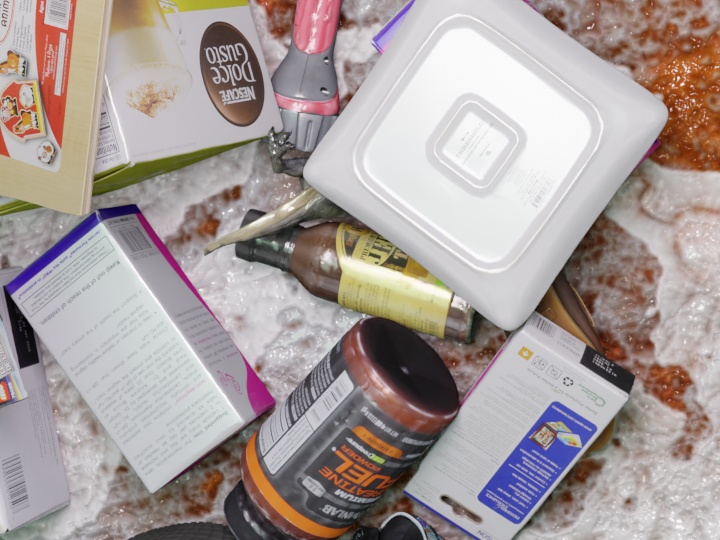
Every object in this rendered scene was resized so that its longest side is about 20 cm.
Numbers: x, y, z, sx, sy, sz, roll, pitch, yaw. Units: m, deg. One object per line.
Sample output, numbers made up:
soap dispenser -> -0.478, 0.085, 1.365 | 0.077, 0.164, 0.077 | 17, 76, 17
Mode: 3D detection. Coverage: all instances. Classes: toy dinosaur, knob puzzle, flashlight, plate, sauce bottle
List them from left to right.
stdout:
knob puzzle -> -0.251, -0.147, 1.372 | 0.218, 0.030, 0.222 | 8, 105, 31
flashlight -> -0.035, -0.194, 1.532 | 0.067, 0.068, 0.202 | 21, 106, 44
toy dinosaur -> -0.028, -0.070, 1.505 | 0.198, 0.048, 0.089 | -18, 132, -12
sauce bottle -> 0.000, 0.000, 1.544 | 0.198, 0.065, 0.065 | 17, 98, 9
plate -> 0.085, -0.090, 1.418 | 0.199, 0.032, 0.200 | 37, 101, 7

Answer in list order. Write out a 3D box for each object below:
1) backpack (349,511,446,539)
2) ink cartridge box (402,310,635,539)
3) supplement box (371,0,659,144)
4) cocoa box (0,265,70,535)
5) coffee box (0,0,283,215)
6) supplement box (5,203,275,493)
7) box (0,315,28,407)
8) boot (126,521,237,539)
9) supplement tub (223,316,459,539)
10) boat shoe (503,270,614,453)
backpack -> 0.038, 0.302, 1.493 | 0.150, 0.200, 0.178 | 35, 100, -13
ink cartridge box -> 0.117, 0.125, 1.511 | 0.094, 0.037, 0.201 | 32, 126, -1
supplement box -> 0.118, -0.131, 1.483 | 0.103, 0.101, 0.200 | -43, 86, 12
cocoa box -> -0.331, 0.110, 1.588 | 0.130, 0.133, 0.202 | -11, 92, 15
coffee box -> -0.209, -0.159, 1.481 | 0.199, 0.199, 0.200 | -15, 92, 33
supplement box -> -0.170, 0.059, 1.567 | 0.103, 0.101, 0.201 | -38, 86, 12
box -> -0.348, 0.058, 1.475 | 0.199, 0.040, 0.138 | -20, 89, 32
boot -> -0.173, 0.281, 1.610 | 0.198, 0.068, 0.132 | -13, 96, 20
supplement tub -> -0.021, 0.136, 1.529 | 0.107, 0.107, 0.200 | 44, 116, 6
boat shoe -> 0.143, 0.041, 1.512 | 0.070, 0.070, 0.201 | -17, 111, 19
